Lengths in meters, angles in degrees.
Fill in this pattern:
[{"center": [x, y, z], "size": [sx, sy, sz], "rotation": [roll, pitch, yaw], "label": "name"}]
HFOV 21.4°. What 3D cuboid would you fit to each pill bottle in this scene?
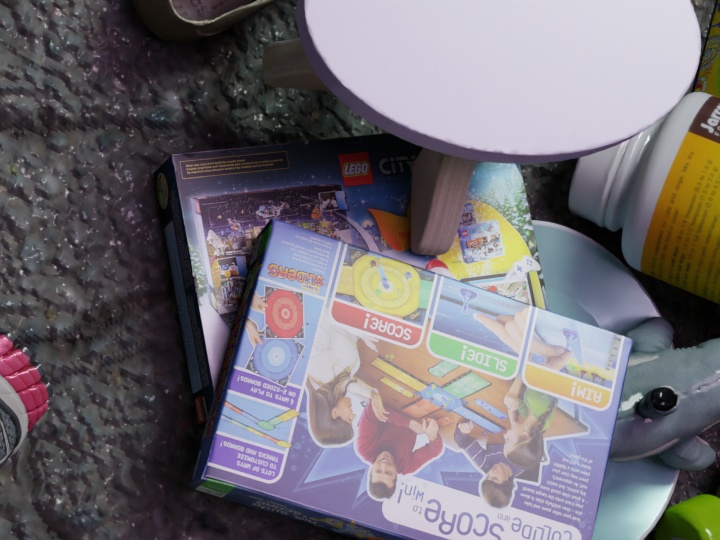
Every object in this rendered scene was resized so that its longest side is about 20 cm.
[{"center": [0.223, -0.032, 1.087], "size": [0.199, 0.110, 0.110], "rotation": [23, 61, 16], "label": "pill bottle"}]

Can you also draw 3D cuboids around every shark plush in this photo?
[{"center": [0.148, 0.066, 1.044], "size": [0.198, 0.083, 0.092], "rotation": [-1, 79, -32], "label": "shark plush"}]

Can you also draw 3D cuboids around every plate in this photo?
[{"center": [0.101, 0.072, 1.079], "size": [0.198, 0.026, 0.202], "rotation": [8, 75, -29], "label": "plate"}]

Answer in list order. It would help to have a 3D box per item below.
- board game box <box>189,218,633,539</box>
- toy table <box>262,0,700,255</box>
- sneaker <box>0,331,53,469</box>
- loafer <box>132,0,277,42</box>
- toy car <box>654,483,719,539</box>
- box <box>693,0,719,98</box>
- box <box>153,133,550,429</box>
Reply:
[{"center": [0.028, 0.070, 0.949], "size": [0.198, 0.034, 0.137], "rotation": [19, 72, -11], "label": "board game box"}, {"center": [0.055, -0.107, 0.961], "size": [0.198, 0.117, 0.186], "rotation": [15, 77, -13], "label": "toy table"}, {"center": [-0.229, 0.021, 0.855], "size": [0.200, 0.080, 0.075], "rotation": [44, 62, -16], "label": "sneaker"}, {"center": [-0.030, -0.182, 0.981], "size": [0.200, 0.068, 0.076], "rotation": [-41, 112, 5], "label": "loafer"}, {"center": [0.296, 0.166, 1.065], "size": [0.163, 0.200, 0.159], "rotation": [-17, 88, -29], "label": "toy car"}, {"center": [0.321, -0.149, 1.164], "size": [0.121, 0.200, 0.194], "rotation": [29, 64, -22], "label": "box"}, {"center": [0.000, 0.000, 1.005], "size": [0.198, 0.038, 0.138], "rotation": [-7, 79, -23], "label": "box"}]
